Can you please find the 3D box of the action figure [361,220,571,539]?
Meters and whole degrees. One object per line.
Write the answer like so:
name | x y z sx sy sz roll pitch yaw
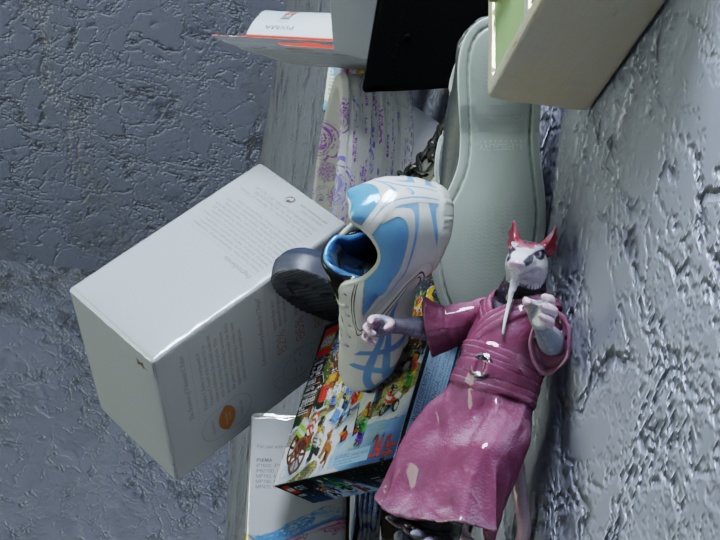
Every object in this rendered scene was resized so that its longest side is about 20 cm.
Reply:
action figure | 0.085 0.070 0.782 0.134 0.149 0.201 14 79 48

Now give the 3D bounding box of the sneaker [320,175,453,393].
sneaker | 0.005 0.010 0.854 0.201 0.072 0.072 106 168 -52

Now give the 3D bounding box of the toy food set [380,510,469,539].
toy food set | 0.043 0.144 1.007 0.144 0.060 0.201 -97 16 -55

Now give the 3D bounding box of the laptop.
laptop | 0.062 -0.241 0.992 0.200 0.115 0.189 -104 23 -66

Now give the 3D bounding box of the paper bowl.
paper bowl | 0.016 -0.071 1.198 0.201 0.104 0.202 -174 90 -81

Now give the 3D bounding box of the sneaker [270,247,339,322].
sneaker | 0.000 0.000 1.056 0.200 0.070 0.083 26 -114 -53

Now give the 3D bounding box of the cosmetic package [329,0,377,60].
cosmetic package | 0.026 -0.272 0.950 0.201 0.051 0.151 86 -155 -49

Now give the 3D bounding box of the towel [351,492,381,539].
towel | 0.003 0.168 1.110 0.147 0.024 0.201 -94 6 -62

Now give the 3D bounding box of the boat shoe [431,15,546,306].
boat shoe | 0.085 -0.063 0.871 0.060 0.075 0.202 -84 3 -84

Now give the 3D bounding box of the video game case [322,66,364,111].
video game case | 0.019 -0.250 1.314 0.143 0.018 0.202 -3 -78 -60

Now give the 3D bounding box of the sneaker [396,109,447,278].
sneaker | 0.064 -0.067 0.974 0.074 0.079 0.201 -95 15 -58

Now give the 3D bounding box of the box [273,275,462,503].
box | 0.011 0.088 0.955 0.200 0.038 0.137 -28 41 60

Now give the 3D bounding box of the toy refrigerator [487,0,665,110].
toy refrigerator | 0.121 -0.168 0.708 0.200 0.069 0.076 116 158 -67

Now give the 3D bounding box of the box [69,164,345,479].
box | -0.114 0.039 1.084 0.106 0.200 0.153 36 147 30

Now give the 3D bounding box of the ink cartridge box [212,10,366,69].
ink cartridge box | -0.016 -0.198 1.108 0.200 0.161 0.051 -1 -84 -76

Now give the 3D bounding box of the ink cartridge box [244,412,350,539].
ink cartridge box | -0.051 0.232 1.094 0.148 0.085 0.201 91 -178 -70
